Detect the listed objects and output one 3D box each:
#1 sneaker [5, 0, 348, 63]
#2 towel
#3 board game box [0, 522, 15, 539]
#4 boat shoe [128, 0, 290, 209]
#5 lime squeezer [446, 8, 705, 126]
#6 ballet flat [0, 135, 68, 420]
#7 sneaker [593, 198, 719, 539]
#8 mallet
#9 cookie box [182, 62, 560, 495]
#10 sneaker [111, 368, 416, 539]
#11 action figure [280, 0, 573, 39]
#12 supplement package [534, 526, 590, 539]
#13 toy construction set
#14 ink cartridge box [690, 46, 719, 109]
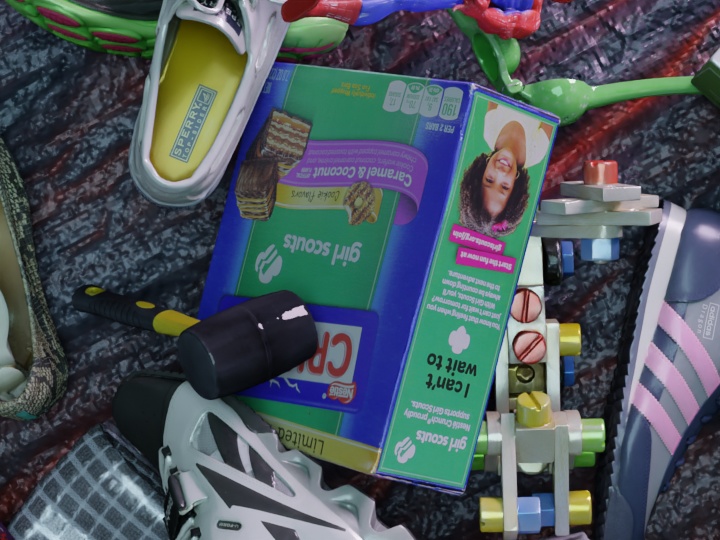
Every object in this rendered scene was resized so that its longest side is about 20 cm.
[{"bbox_3d":[-0.105,-0.162,1.224,0.200,0.077,0.084,4,82,-7],"label":"sneaker"},{"bbox_3d":[-0.119,0.203,1.198,0.200,0.086,0.166,40,91,4],"label":"towel"},{"bbox_3d":[-0.265,0.146,1.195,0.200,0.032,0.120,43,98,29],"label":"board game box"},{"bbox_3d":[-0.073,-0.132,1.144,0.075,0.086,0.202,21,84,-5],"label":"boat shoe"},{"bbox_3d":[0.096,-0.123,1.223,0.200,0.038,0.071,28,89,5],"label":"lime squeezer"},{"bbox_3d":[-0.212,-0.013,1.217,0.068,0.075,0.200,-19,86,3],"label":"ballet flat"},{"bbox_3d":[0.177,0.067,1.196,0.082,0.070,0.200,12,93,-1],"label":"sneaker"},{"bbox_3d":[-0.106,0.031,1.157,0.066,0.200,0.041,-25,110,-36],"label":"mallet"},{"bbox_3d":[0.000,0.000,1.159,0.171,0.075,0.200,12,87,48],"label":"cookie box"},{"bbox_3d":[-0.070,0.121,1.115,0.200,0.074,0.089,31,60,33],"label":"sneaker"},{"bbox_3d":[0.044,-0.155,1.164,0.052,0.200,0.065,-42,61,40],"label":"action figure"},{"bbox_3d":[0.083,0.204,1.129,0.109,0.200,0.114,-18,86,2],"label":"supplement package"},{"bbox_3d":[0.094,0.035,1.167,0.092,0.131,0.200,13,96,1],"label":"toy construction set"},{"bbox_3d":[0.286,-0.142,1.199,0.104,0.059,0.200,43,84,4],"label":"ink cartridge box"}]
